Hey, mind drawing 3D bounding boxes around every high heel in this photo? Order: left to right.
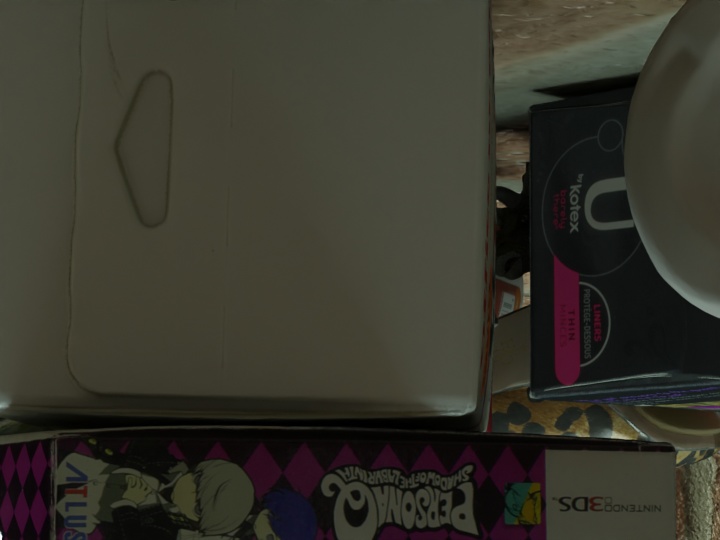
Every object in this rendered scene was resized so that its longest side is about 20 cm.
[{"bbox_3d":[0.057,0.070,0.937,0.200,0.072,0.142,24,132,-35],"label":"high heel"}]

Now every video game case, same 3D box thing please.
[{"bbox_3d":[-0.034,0.068,0.639,0.181,0.036,0.200,3,173,-25],"label":"video game case"}]

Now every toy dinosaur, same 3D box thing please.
[{"bbox_3d":[0.115,-0.019,1.003,0.077,0.102,0.200,-41,174,15],"label":"toy dinosaur"}]

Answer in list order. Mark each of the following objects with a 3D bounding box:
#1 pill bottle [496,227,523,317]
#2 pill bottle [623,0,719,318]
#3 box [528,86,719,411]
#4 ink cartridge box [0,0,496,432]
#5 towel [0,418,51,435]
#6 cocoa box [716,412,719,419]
[{"bbox_3d":[0.000,0.000,1.000,0.112,0.113,0.200,-1,173,19],"label":"pill bottle"},{"bbox_3d":[0.189,-0.031,0.682,0.199,0.114,0.113,6,172,-41],"label":"pill bottle"},{"bbox_3d":[0.169,-0.004,0.882,0.106,0.123,0.200,-7,169,43],"label":"box"},{"bbox_3d":[-0.030,-0.021,0.664,0.144,0.146,0.200,1,174,5],"label":"ink cartridge box"},{"bbox_3d":[-0.140,0.081,0.842,0.171,0.048,0.200,-14,176,-28],"label":"towel"},{"bbox_3d":[0.247,0.031,1.124,0.199,0.134,0.131,2,174,-6],"label":"cocoa box"}]
